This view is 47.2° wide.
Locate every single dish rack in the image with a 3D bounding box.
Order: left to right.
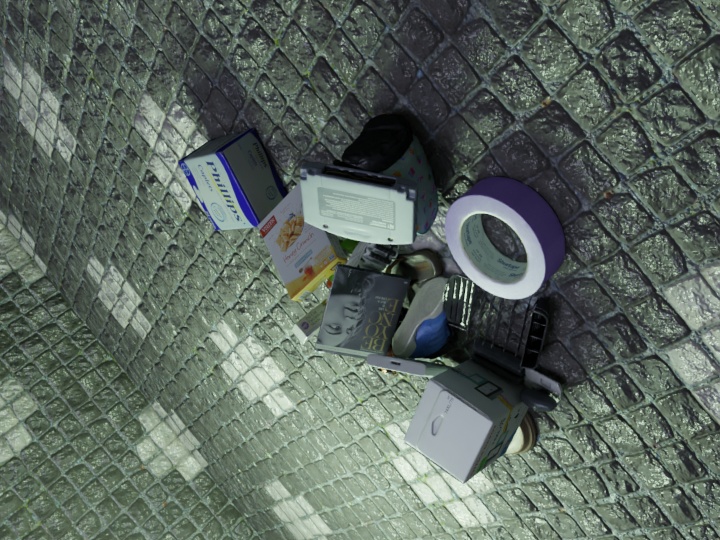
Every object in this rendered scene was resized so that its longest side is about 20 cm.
[{"bbox_3d":[0.239,0.085,1.484,0.199,0.055,0.154,18,137,17],"label":"dish rack"}]

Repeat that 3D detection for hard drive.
[{"bbox_3d":[0.118,0.195,1.654,0.131,0.200,0.027,8,85,33],"label":"hard drive"}]

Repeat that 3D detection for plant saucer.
[{"bbox_3d":[0.275,0.307,1.715,0.199,0.029,0.201,32,143,28],"label":"plant saucer"}]

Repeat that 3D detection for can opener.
[{"bbox_3d":[0.288,0.200,1.558,0.199,0.067,0.054,26,139,32],"label":"can opener"}]

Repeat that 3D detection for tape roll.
[{"bbox_3d":[0.238,-0.053,1.376,0.199,0.066,0.201,32,143,28],"label":"tape roll"}]

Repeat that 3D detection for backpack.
[{"bbox_3d":[0.055,-0.148,1.429,0.126,0.167,0.201,12,137,37],"label":"backpack"}]

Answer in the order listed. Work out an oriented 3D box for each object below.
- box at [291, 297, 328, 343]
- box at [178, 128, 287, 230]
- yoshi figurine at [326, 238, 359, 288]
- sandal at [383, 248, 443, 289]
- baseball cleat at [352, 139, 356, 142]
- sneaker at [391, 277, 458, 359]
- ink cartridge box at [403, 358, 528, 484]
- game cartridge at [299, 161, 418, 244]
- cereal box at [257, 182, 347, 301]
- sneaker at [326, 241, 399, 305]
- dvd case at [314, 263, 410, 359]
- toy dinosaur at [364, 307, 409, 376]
[{"bbox_3d":[-0.059,0.076,1.733,0.041,0.200,0.039,47,150,9],"label":"box"},{"bbox_3d":[-0.281,-0.196,1.824,0.199,0.105,0.185,-2,121,50],"label":"box"},{"bbox_3d":[-0.040,-0.036,1.726,0.112,0.112,0.200,-45,66,17],"label":"yoshi figurine"},{"bbox_3d":[0.086,0.011,1.629,0.199,0.055,0.082,-15,110,55],"label":"sandal"},{"bbox_3d":[0.024,-0.162,1.539,0.106,0.070,0.200,33,153,15],"label":"baseball cleat"},{"bbox_3d":[0.153,0.098,1.622,0.201,0.110,0.077,-61,35,28],"label":"sneaker"},{"bbox_3d":[0.207,0.280,1.570,0.146,0.199,0.148,32,113,26],"label":"ink cartridge box"},{"bbox_3d":[-0.001,-0.107,1.372,0.198,0.041,0.134,13,134,13],"label":"game cartridge"},{"bbox_3d":[-0.122,-0.058,1.686,0.144,0.039,0.201,-42,60,24],"label":"cereal box"},{"bbox_3d":[0.000,0.000,1.632,0.075,0.200,0.081,30,-163,-28],"label":"sneaker"},{"bbox_3d":[0.002,0.087,1.621,0.147,0.016,0.201,10,119,-11],"label":"dvd case"},{"bbox_3d":[0.048,0.129,1.708,0.102,0.136,0.201,27,148,28],"label":"toy dinosaur"}]
